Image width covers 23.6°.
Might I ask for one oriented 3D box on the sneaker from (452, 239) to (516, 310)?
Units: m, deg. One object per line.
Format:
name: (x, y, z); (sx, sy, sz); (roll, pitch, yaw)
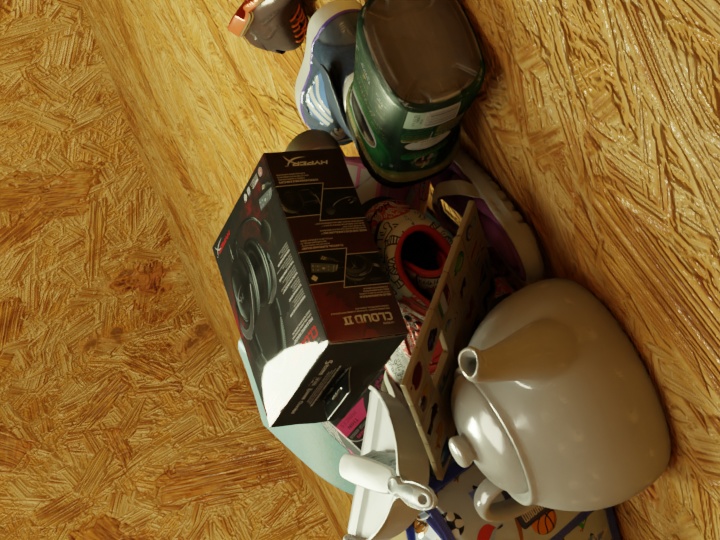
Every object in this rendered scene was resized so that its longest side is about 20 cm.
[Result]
sneaker: (0.102, 0.046, 1.571); (0.108, 0.067, 0.201); (59, 165, 25)

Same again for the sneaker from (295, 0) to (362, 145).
sneaker: (0.004, -0.134, 1.553); (0.200, 0.081, 0.147); (93, 153, -59)

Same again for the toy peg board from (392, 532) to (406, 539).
toy peg board: (0.081, 0.244, 2.145); (0.199, 0.098, 0.200); (-8, 110, 62)

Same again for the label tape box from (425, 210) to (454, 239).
label tape box: (0.065, 0.030, 1.711); (0.143, 0.066, 0.200); (48, 160, 56)

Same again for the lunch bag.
lunch bag: (0.134, 0.224, 1.536); (0.124, 0.170, 0.200); (32, 150, 45)

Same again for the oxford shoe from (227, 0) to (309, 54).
oxford shoe: (-0.075, -0.264, 1.721); (0.073, 0.071, 0.200); (36, 169, -8)

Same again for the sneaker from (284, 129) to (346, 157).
sneaker: (-0.051, -0.091, 1.633); (0.090, 0.067, 0.200); (61, 174, 28)

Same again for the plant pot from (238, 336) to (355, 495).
plant pot: (0.009, 0.140, 1.928); (0.200, 0.196, 0.196); (48, 163, 32)

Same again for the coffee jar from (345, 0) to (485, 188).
coffee jar: (0.039, -0.140, 1.354); (0.200, 0.085, 0.104); (105, 144, -73)

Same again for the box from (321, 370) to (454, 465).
box: (0.058, 0.164, 1.748); (0.200, 0.122, 0.106); (40, 171, 22)

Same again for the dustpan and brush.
dustpan and brush: (0.027, 0.174, 1.431); (0.200, 0.057, 0.140); (10, 90, 59)

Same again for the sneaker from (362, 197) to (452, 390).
sneaker: (0.054, 0.040, 1.444); (0.108, 0.067, 0.202); (29, 139, 68)

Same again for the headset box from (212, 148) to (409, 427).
headset box: (-0.043, 0.023, 1.419); (0.149, 0.077, 0.200); (-55, 47, 52)

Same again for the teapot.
teapot: (0.137, 0.114, 1.344); (0.200, 0.146, 0.197); (64, 170, -12)

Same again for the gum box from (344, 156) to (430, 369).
gum box: (0.000, 0.000, 1.551); (0.113, 0.066, 0.200); (-7, -72, -65)

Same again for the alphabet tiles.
alphabet tiles: (0.078, 0.066, 1.375); (0.008, 0.167, 0.200); (11, 152, 19)

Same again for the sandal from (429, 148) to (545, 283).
sandal: (0.088, -0.050, 1.440); (0.203, 0.050, 0.083); (47, 161, 57)

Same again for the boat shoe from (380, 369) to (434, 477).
boat shoe: (0.048, 0.139, 1.584); (0.202, 0.072, 0.060); (-93, 25, -73)
